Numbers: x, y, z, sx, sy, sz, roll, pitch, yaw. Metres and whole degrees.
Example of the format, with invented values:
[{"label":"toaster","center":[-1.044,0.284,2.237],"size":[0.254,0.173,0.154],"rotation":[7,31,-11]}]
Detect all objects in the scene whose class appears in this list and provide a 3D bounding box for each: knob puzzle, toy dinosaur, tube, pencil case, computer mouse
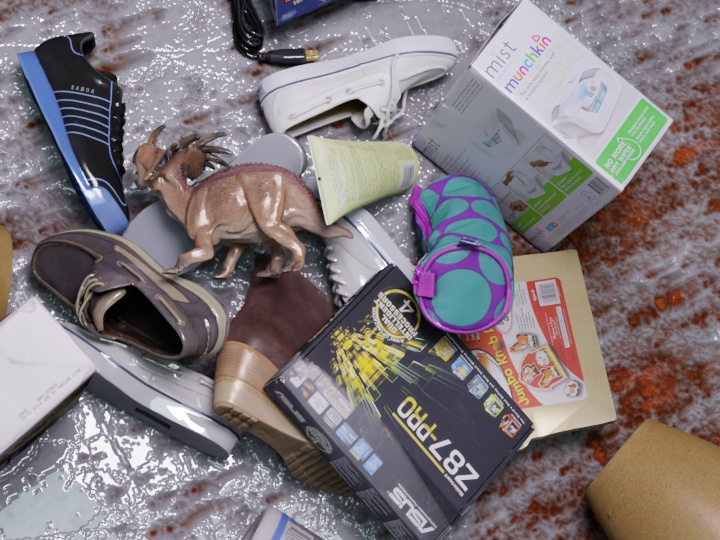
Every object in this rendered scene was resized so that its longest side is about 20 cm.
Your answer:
[{"label":"knob puzzle","center":[0.127,0.080,1.372],"size":[0.217,0.031,0.222],"rotation":[1,67,-2]},{"label":"toy dinosaur","center":[-0.105,-0.063,1.252],"size":[0.198,0.086,0.137],"rotation":[-1,85,0]},{"label":"tube","center":[-0.002,-0.089,1.308],"size":[0.058,0.200,0.052],"rotation":[38,109,12]},{"label":"pencil case","center":[0.089,-0.020,1.304],"size":[0.092,0.200,0.086],"rotation":[17,111,-5]},{"label":"computer mouse","center":[-0.038,-0.275,1.419],"size":[0.198,0.046,0.142],"rotation":[-5,76,-14]}]

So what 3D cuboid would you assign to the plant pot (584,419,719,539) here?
[{"label":"plant pot","center":[0.309,0.234,1.305],"size":[0.200,0.187,0.186],"rotation":[42,70,14]}]

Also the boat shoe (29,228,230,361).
[{"label":"boat shoe","center":[-0.208,0.020,1.245],"size":[0.199,0.073,0.075],"rotation":[21,109,20]}]

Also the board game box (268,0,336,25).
[{"label":"board game box","center":[-0.041,-0.361,1.400],"size":[0.199,0.062,0.201],"rotation":[-26,65,-15]}]

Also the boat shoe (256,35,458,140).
[{"label":"boat shoe","center":[0.007,-0.163,1.383],"size":[0.200,0.075,0.087],"rotation":[-15,73,-13]}]

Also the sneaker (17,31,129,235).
[{"label":"sneaker","center":[-0.242,-0.128,1.317],"size":[0.077,0.070,0.201],"rotation":[-24,78,-12]}]

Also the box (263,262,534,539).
[{"label":"box","center":[0.036,0.120,1.261],"size":[0.161,0.049,0.200],"rotation":[-43,96,-27]}]

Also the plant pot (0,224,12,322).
[{"label":"plant pot","center":[-0.399,0.000,1.207],"size":[0.198,0.186,0.188],"rotation":[7,74,-25]}]

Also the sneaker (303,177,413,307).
[{"label":"sneaker","center":[0.000,0.000,1.339],"size":[0.071,0.073,0.200],"rotation":[-42,81,-18]}]

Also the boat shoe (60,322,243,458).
[{"label":"boat shoe","center":[-0.187,0.091,1.278],"size":[0.199,0.072,0.066],"rotation":[29,67,-5]}]

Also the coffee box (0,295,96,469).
[{"label":"coffee box","center":[-0.290,0.102,1.181],"size":[0.113,0.200,0.080],"rotation":[-42,91,-20]}]

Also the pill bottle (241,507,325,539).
[{"label":"pill bottle","center":[-0.026,0.302,1.237],"size":[0.199,0.114,0.114],"rotation":[34,71,-3]}]

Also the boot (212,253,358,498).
[{"label":"boot","center":[-0.040,0.096,1.309],"size":[0.200,0.072,0.167],"rotation":[38,49,-26]}]

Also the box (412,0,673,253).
[{"label":"box","center":[0.161,-0.127,1.347],"size":[0.176,0.200,0.097],"rotation":[39,70,0]}]

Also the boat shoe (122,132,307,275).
[{"label":"boat shoe","center":[-0.133,-0.058,1.328],"size":[0.199,0.070,0.071],"rotation":[-37,88,6]}]
